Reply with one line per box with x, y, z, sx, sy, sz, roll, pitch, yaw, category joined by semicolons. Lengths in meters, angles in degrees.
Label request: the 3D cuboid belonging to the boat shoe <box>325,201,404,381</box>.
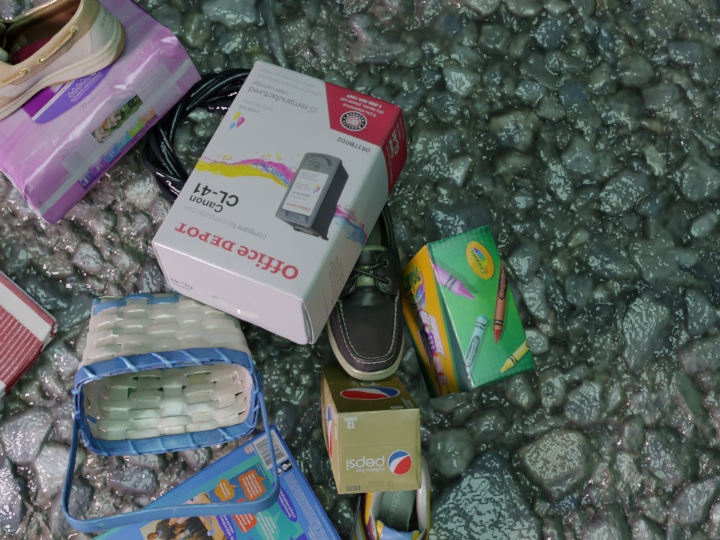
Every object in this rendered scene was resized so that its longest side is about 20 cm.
0.001;-0.001;0.964;0.070;0.067;0.204;-2;52;-2;boat shoe

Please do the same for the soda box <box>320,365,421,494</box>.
0.004;0.128;0.915;0.066;0.200;0.065;-2;95;-6;soda box

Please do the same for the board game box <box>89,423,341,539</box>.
-0.120;0.252;0.939;0.198;0.045;0.153;-30;61;-9;board game box

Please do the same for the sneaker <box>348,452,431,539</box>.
0.020;0.255;0.956;0.073;0.090;0.204;8;81;-4;sneaker

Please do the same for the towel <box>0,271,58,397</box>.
-0.387;0.081;0.972;0.143;0.023;0.201;39;78;3;towel

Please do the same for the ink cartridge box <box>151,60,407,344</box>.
-0.064;-0.061;0.919;0.145;0.086;0.202;20;64;14;ink cartridge box

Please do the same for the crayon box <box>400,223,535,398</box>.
0.084;0.042;0.937;0.057;0.200;0.121;-17;83;-8;crayon box

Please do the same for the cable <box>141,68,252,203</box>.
-0.109;-0.113;1.018;0.199;0.051;0.164;38;80;1;cable

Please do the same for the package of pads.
-0.254;-0.152;0.981;0.120;0.076;0.200;38;79;27;package of pads

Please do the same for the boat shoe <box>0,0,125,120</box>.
-0.303;-0.186;0.930;0.197;0.069;0.075;-25;57;6;boat shoe

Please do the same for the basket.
-0.159;0.119;0.920;0.173;0.141;0.202;-3;47;-5;basket
